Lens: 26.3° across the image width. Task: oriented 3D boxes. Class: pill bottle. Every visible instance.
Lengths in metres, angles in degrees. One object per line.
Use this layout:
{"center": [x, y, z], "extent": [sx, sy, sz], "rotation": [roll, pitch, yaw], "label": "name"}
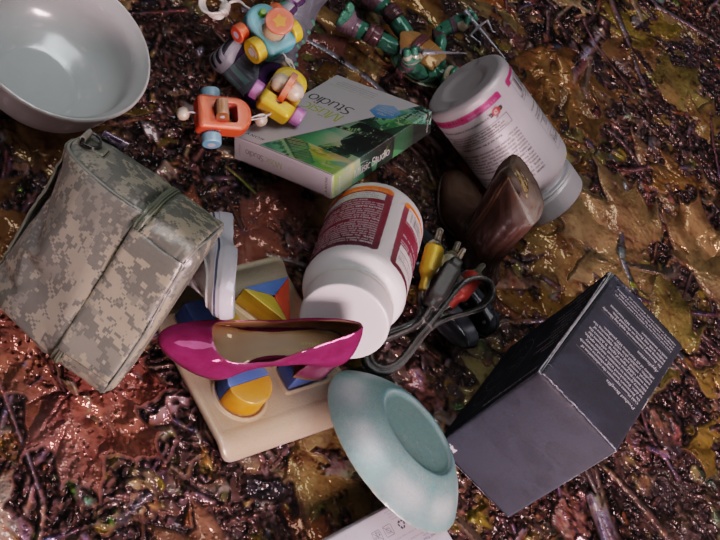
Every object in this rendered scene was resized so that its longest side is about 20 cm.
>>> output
{"center": [0.000, 0.000, 1.676], "extent": [0.114, 0.114, 0.200], "rotation": [34, 33, -11], "label": "pill bottle"}
{"center": [0.183, -0.156, 1.901], "extent": [0.200, 0.113, 0.114], "rotation": [50, 43, -25], "label": "pill bottle"}

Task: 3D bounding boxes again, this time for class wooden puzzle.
{"center": [-0.107, 0.084, 1.624], "extent": [0.185, 0.046, 0.200], "rotation": [-14, 71, -40], "label": "wooden puzzle"}

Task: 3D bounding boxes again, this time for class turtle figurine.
{"center": [0.074, -0.285, 1.952], "extent": [0.200, 0.101, 0.150], "rotation": [33, 39, 6], "label": "turtle figurine"}

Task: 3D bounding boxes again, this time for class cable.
{"center": [0.078, 0.051, 1.732], "extent": [0.097, 0.050, 0.200], "rotation": [37, 71, -6], "label": "cable"}

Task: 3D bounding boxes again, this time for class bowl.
{"center": [-0.332, -0.218, 1.636], "extent": [0.200, 0.090, 0.202], "rotation": [18, 52, -24], "label": "bowl"}

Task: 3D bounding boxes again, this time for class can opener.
{"center": [0.089, 0.001, 1.797], "extent": [0.200, 0.063, 0.079], "rotation": [56, 18, 13], "label": "can opener"}

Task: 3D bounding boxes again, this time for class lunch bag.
{"center": [-0.250, -0.013, 1.480], "extent": [0.167, 0.200, 0.139], "rotation": [34, 18, -4], "label": "lunch bag"}

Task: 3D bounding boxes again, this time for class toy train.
{"center": [-0.127, -0.233, 1.744], "extent": [0.150, 0.056, 0.201], "rotation": [8, 67, -20], "label": "toy train"}

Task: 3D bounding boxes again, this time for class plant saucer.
{"center": [0.047, 0.179, 1.618], "extent": [0.201, 0.039, 0.201], "rotation": [43, 23, -23], "label": "plant saucer"}

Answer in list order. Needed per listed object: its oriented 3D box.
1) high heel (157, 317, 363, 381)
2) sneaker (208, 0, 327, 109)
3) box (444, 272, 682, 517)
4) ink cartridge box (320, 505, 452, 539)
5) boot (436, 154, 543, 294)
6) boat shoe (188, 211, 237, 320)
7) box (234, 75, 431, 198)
{"center": [-0.099, 0.063, 1.548], "extent": [0.199, 0.096, 0.068], "rotation": [6, 54, -30], "label": "high heel"}
{"center": [-0.093, -0.271, 1.858], "extent": [0.200, 0.074, 0.088], "rotation": [-42, 99, -32], "label": "sneaker"}
{"center": [0.220, 0.138, 1.706], "extent": [0.124, 0.200, 0.197], "rotation": [46, 47, -1], "label": "box"}
{"center": [0.039, 0.344, 1.556], "extent": [0.196, 0.043, 0.200], "rotation": [-19, 74, -43], "label": "ink cartridge box"}
{"center": [0.152, -0.089, 1.801], "extent": [0.064, 0.200, 0.187], "rotation": [-6, 61, -16], "label": "boot"}
{"center": [-0.163, -0.004, 1.594], "extent": [0.066, 0.074, 0.200], "rotation": [1, 20, -7], "label": "boat shoe"}
{"center": [-0.030, -0.159, 1.792], "extent": [0.144, 0.036, 0.200], "rotation": [23, 40, 28], "label": "box"}
